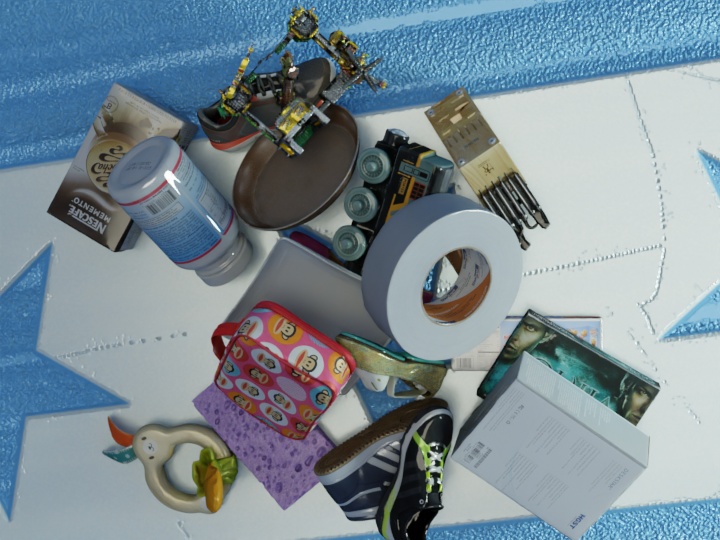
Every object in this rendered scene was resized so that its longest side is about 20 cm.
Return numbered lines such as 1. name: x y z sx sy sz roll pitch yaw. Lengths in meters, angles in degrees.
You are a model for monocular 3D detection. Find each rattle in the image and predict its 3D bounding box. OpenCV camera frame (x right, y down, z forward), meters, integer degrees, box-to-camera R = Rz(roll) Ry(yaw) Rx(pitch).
1. rattle: -0.274 0.268 1.612 0.200 0.143 0.130 27 115 -1

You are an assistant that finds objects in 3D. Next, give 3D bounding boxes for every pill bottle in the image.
1. pill bottle: -0.229 -0.072 1.558 0.109 0.109 0.200 -32 127 8

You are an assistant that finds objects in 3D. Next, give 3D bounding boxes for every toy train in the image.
1. toy train: 0.041 -0.075 1.513 0.114 0.085 0.200 23 107 18

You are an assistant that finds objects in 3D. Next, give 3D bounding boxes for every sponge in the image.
1. sponge: -0.126 0.219 1.640 0.112 0.030 0.200 -41 86 7

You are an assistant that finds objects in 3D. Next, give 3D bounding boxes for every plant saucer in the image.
1. plant saucer: -0.079 -0.130 1.561 0.200 0.032 0.200 -21 47 25

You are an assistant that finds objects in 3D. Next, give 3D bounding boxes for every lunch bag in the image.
1. lunch bag: -0.112 0.125 1.523 0.176 0.200 0.082 33 58 -2

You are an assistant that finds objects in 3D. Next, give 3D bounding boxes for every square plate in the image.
1. square plate: -0.058 0.059 1.563 0.200 0.028 0.198 28 128 -12

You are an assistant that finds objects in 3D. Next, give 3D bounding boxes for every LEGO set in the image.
1. LEGO set: -0.078 -0.236 1.498 0.200 0.116 0.154 -41 98 -6

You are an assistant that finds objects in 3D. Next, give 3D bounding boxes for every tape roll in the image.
1. tape roll: 0.102 0.008 1.478 0.200 0.066 0.201 -14 119 -26

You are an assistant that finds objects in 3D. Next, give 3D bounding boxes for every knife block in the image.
1. knife block: 0.175 -0.124 1.571 0.064 0.176 0.200 -33 44 7

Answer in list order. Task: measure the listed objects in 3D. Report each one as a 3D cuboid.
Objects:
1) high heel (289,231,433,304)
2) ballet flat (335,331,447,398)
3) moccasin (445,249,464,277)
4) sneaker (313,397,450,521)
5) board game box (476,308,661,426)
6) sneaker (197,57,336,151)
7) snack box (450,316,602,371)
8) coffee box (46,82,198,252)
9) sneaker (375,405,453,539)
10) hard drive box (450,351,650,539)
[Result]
1. high heel: 0.000 0.000 1.586 0.200 0.067 0.096 46 108 -2
2. ballet flat: 0.038 0.129 1.539 0.071 0.200 0.071 -14 68 39
3. moccasin: 0.084 -0.065 1.574 0.078 0.074 0.201 -39 91 22
4. sneaker: 0.046 0.258 1.600 0.200 0.070 0.109 -29 107 -7
5. board game box: 0.271 0.155 1.562 0.200 0.028 0.135 29 107 0
6. sneaker: -0.126 -0.228 1.576 0.200 0.082 0.077 -30 56 8
7. snack box: 0.220 0.097 1.587 0.200 0.024 0.072 0 94 8
8. coffee box: -0.322 -0.138 1.620 0.113 0.080 0.200 29 97 4
9. sneaker: 0.089 0.275 1.539 0.083 0.072 0.200 30 106 49
10. hard drive box: 0.243 0.227 1.530 0.200 0.077 0.156 35 118 -2
